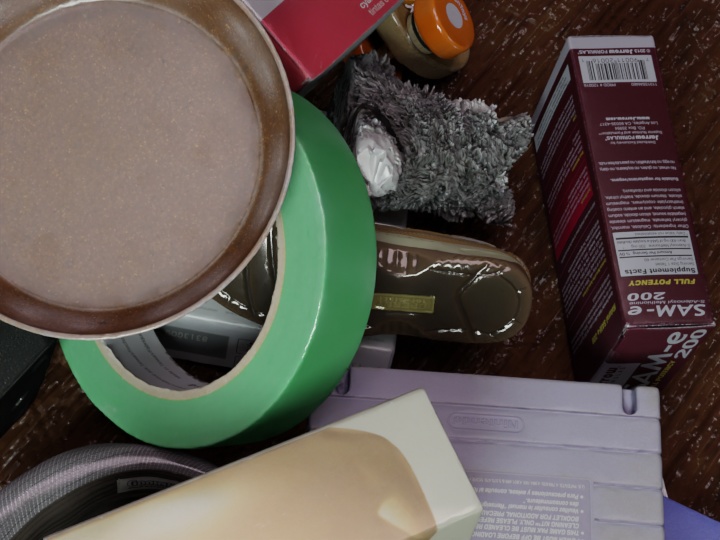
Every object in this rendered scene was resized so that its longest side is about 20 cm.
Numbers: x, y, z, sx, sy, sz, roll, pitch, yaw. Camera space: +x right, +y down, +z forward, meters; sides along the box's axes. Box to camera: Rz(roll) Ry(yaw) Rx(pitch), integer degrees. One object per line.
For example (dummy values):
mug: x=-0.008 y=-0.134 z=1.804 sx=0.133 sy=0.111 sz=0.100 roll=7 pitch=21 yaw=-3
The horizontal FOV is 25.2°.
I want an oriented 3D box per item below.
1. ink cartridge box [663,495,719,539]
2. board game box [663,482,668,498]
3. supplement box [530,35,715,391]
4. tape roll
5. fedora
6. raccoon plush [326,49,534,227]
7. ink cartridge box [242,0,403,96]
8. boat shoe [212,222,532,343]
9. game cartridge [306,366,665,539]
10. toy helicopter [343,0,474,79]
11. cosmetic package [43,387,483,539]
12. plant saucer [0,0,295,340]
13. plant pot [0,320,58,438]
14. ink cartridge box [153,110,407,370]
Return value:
ink cartridge box: x=0.124 y=0.197 z=0.894 sx=0.196 sy=0.047 sz=0.201 roll=24 pitch=65 yaw=6
board game box: x=0.097 y=0.174 z=0.941 sx=0.198 sy=0.026 sz=0.202 roll=-6 pitch=65 yaw=-11
supplement box: x=0.160 y=-0.034 z=1.008 sx=0.060 sy=0.109 sz=0.202 roll=-2 pitch=65 yaw=-10
tape roll: x=-0.085 y=-0.006 z=0.871 sx=0.048 sy=0.200 sz=0.201 roll=3 pitch=53 yaw=-55
fedora: x=-0.132 y=0.190 z=0.861 sx=0.177 sy=0.090 sz=0.200 roll=42 pitch=64 yaw=12
raccoon plush: x=0.045 y=-0.052 z=0.951 sx=0.133 sy=0.097 sz=0.200 roll=15 pitch=25 yaw=-10
ink cartridge box: x=-0.084 y=-0.193 z=0.945 sx=0.200 sy=0.145 sz=0.145 roll=48 pitch=57 yaw=-5
boat shoe: x=0.000 y=0.000 z=0.943 sx=0.198 sy=0.072 sz=0.076 roll=11 pitch=21 yaw=-2
game cartridge: x=0.067 y=0.121 z=0.886 sx=0.198 sy=0.038 sz=0.131 roll=4 pitch=65 yaw=0
toy helicopter: x=0.019 y=-0.224 z=1.077 sx=0.201 sy=0.079 sz=0.132 roll=62 pitch=35 yaw=-6
cosmetic package: x=-0.048 y=0.140 z=0.788 sx=0.199 sy=0.105 sz=0.071 roll=-21 pitch=67 yaw=-15
plant saucer: x=-0.130 y=-0.062 z=0.807 sx=0.198 sy=0.035 sz=0.202 roll=-1 pitch=78 yaw=4
plant pot: x=-0.277 y=0.045 z=0.866 sx=0.177 sy=0.200 sz=0.200 roll=42 pitch=64 yaw=-1
ink cartridge box: x=-0.052 y=-0.023 z=1.018 sx=0.158 sy=0.047 sz=0.201 roll=10 pitch=46 yaw=-3
